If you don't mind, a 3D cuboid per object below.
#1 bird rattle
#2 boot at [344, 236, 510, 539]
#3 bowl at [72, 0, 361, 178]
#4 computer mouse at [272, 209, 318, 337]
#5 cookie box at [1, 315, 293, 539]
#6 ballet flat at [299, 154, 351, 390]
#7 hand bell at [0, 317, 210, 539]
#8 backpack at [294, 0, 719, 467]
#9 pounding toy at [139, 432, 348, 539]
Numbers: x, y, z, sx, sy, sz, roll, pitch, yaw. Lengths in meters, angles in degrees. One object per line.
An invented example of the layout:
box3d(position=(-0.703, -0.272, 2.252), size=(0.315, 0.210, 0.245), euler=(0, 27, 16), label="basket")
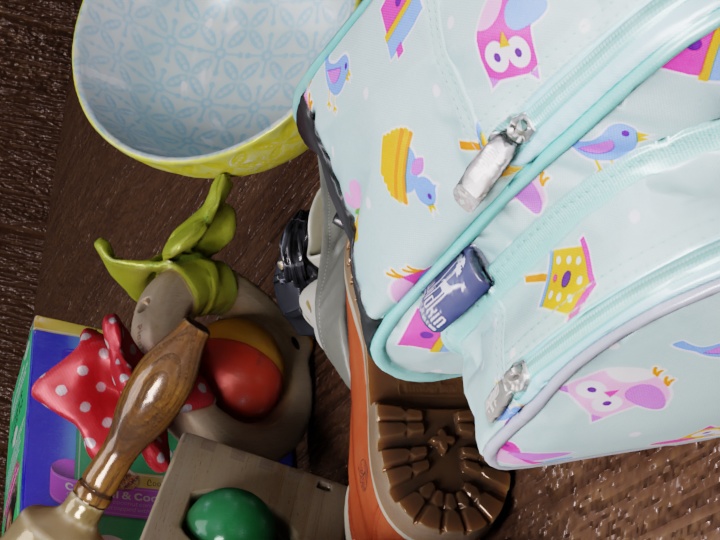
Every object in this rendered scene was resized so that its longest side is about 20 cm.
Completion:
box3d(position=(-0.089, 0.048, 1.344), size=(0.113, 0.163, 0.200), euler=(-39, 28, 29), label="bird rattle")
box3d(position=(0.021, 0.049, 1.061), size=(0.107, 0.075, 0.200), euler=(112, 162, -57), label="boot")
box3d(position=(-0.066, -0.135, 1.426), size=(0.108, 0.200, 0.200), euler=(38, -129, -55), label="bowl")
box3d(position=(-0.037, 0.001, 1.293), size=(0.200, 0.034, 0.059), euler=(72, -158, -80), label="computer mouse")
box3d(position=(-0.128, 0.133, 1.396), size=(0.200, 0.171, 0.075), euler=(-97, 24, -51), label="cookie box")
box3d(position=(0.000, 0.000, 1.174), size=(0.064, 0.067, 0.200), euler=(-25, 43, 31), label="ballet flat")
box3d(position=(-0.137, 0.113, 1.225), size=(0.200, 0.104, 0.104), euler=(-58, 18, 10), label="hand bell")
box3d(position=(0.096, -0.047, 0.567), size=(0.200, 0.176, 0.153), euler=(-60, 42, 48), label="backpack")
box3d(position=(-0.057, 0.193, 1.192), size=(0.184, 0.142, 0.200), euler=(-74, 4, -64), label="pounding toy")
